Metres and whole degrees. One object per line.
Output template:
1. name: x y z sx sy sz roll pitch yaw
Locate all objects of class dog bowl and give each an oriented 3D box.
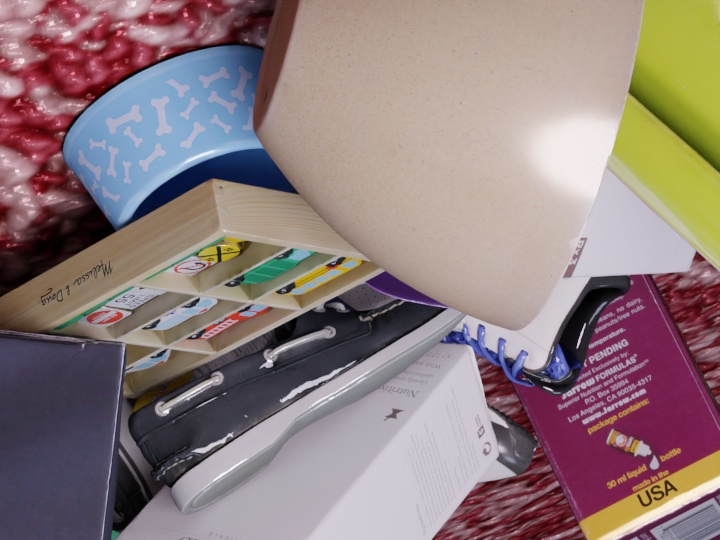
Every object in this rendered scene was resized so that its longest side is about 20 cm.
1. dog bowl: -0.069 -0.042 1.330 0.111 0.050 0.200 -28 158 6

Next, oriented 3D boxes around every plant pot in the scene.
1. plant pot: 0.029 -0.088 1.186 0.134 0.201 0.200 15 147 -9
2. plant pot: 0.215 -0.079 1.288 0.182 0.199 0.200 -49 153 6

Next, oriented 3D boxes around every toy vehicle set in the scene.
1. toy vehicle set: -0.092 0.012 1.325 0.200 0.027 0.124 -27 156 38

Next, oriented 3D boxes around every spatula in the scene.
1. spatula: 0.000 0.000 1.409 0.056 0.021 0.200 9 -179 -21

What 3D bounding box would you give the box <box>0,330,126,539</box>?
1. box: -0.219 0.116 1.331 0.197 0.124 0.200 5 154 -5

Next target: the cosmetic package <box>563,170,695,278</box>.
1. cosmetic package: 0.104 -0.054 1.416 0.199 0.074 0.102 -3 120 -43

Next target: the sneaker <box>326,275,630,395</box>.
1. sneaker: 0.067 0.024 1.536 0.199 0.116 0.081 -24 158 7

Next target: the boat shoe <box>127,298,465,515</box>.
1. boat shoe: -0.028 0.048 1.414 0.200 0.060 0.076 -32 168 -25

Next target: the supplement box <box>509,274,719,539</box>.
1. supplement box: 0.149 0.068 1.615 0.103 0.201 0.131 -27 159 7

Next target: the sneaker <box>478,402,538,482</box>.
1. sneaker: 0.018 0.117 1.590 0.199 0.080 0.074 -7 144 43

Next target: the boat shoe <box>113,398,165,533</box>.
1. boat shoe: -0.137 0.105 1.524 0.063 0.071 0.200 -19 132 5

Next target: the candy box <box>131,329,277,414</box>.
1. candy box: -0.075 0.065 1.524 0.026 0.103 0.200 17 165 15

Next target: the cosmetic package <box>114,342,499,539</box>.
1. cosmetic package: -0.026 0.121 1.459 0.200 0.112 0.081 -48 133 -40

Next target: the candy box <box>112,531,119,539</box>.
1. candy box: -0.222 0.173 1.619 0.169 0.077 0.200 -2 150 -48
